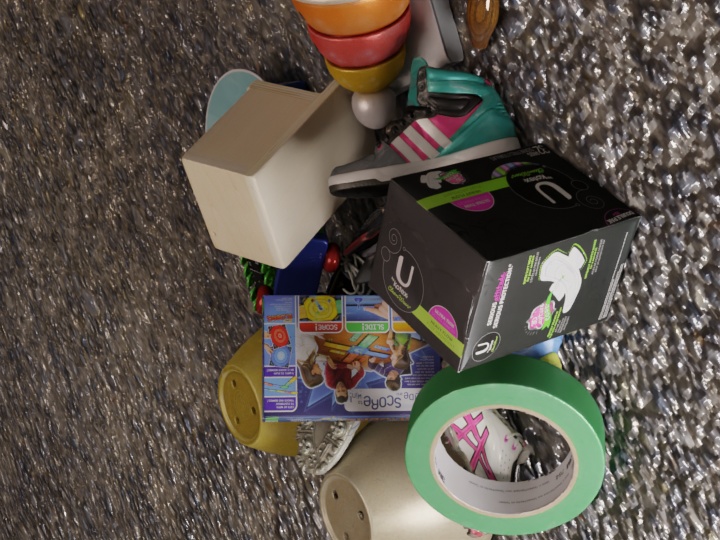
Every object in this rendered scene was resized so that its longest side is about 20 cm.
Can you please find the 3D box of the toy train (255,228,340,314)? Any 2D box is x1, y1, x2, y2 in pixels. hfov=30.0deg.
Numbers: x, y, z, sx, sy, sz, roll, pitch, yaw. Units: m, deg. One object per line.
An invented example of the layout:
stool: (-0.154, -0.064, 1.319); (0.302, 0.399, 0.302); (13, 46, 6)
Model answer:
toy train: (-0.082, 0.016, 1.594); (0.116, 0.083, 0.202); (-96, 17, -54)

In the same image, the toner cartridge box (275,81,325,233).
toner cartridge box: (-0.097, -0.130, 1.673); (0.094, 0.043, 0.203); (6, 107, 54)

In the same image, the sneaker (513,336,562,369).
sneaker: (0.145, 0.050, 1.393); (0.199, 0.075, 0.106); (30, 107, 46)

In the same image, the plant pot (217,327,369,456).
plant pot: (-0.094, 0.152, 1.685); (0.199, 0.141, 0.203); (25, 122, 48)

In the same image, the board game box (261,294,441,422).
board game box: (-0.010, 0.096, 1.476); (0.034, 0.197, 0.138); (114, 156, -76)

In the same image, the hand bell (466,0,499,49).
hand bell: (0.124, -0.303, 1.290); (0.104, 0.103, 0.202); (44, 147, 36)

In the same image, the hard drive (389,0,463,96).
hard drive: (0.028, -0.260, 1.467); (0.199, 0.026, 0.134); (-20, 86, 55)

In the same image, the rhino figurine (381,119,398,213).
rhino figurine: (0.068, -0.059, 1.436); (0.087, 0.059, 0.203); (7, 97, 53)

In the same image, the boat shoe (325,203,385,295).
boat shoe: (0.000, 0.000, 1.567); (0.075, 0.061, 0.201); (60, 141, 29)

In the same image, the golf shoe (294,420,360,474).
golf shoe: (-0.004, 0.146, 1.542); (0.078, 0.097, 0.202); (14, 77, 41)

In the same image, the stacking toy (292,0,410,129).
stacking toy: (0.003, -0.236, 1.403); (0.146, 0.145, 0.202); (29, 141, 45)

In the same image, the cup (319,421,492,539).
cup: (0.037, 0.258, 1.539); (0.199, 0.142, 0.203); (23, 119, 48)

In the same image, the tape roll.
tape roll: (0.143, 0.175, 1.334); (0.048, 0.198, 0.202); (-76, 1, -54)

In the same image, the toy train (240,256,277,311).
toy train: (-0.117, -0.003, 1.671); (0.041, 0.057, 0.201); (21, 156, 13)

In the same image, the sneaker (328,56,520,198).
sneaker: (0.054, -0.149, 1.356); (0.084, 0.197, 0.123); (52, -155, -81)

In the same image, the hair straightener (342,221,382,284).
hair straightener: (0.035, -0.014, 1.422); (0.078, 0.040, 0.200); (69, 156, 7)

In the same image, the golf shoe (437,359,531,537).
golf shoe: (0.138, 0.181, 1.444); (0.091, 0.073, 0.203); (-13, 92, 18)

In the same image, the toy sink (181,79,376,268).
toy sink: (-0.087, -0.125, 1.484); (0.111, 0.200, 0.131); (16, 142, 32)

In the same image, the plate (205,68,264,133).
plate: (-0.130, -0.148, 1.653); (0.199, 0.025, 0.203); (23, 120, 47)

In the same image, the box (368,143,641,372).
box: (0.132, -0.018, 1.257); (0.148, 0.198, 0.126); (42, 133, 37)
